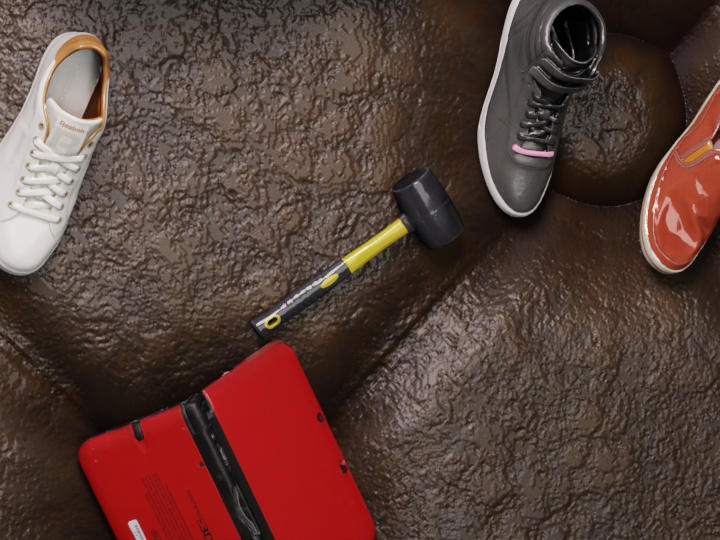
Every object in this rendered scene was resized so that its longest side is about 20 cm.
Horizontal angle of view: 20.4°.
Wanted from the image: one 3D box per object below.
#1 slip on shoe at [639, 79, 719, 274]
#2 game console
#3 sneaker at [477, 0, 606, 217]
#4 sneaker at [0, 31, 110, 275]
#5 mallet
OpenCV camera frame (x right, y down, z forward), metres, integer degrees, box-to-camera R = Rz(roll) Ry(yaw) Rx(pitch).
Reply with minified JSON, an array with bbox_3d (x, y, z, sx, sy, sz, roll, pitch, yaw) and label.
[{"bbox_3d":[0.307,-0.089,1.746,0.074,0.061,0.200,32,86,-18],"label":"slip on shoe"},{"bbox_3d":[-0.109,0.187,1.661,0.172,0.119,0.200,-21,101,17],"label":"game console"},{"bbox_3d":[0.153,-0.142,1.674,0.071,0.099,0.201,7,93,-19],"label":"sneaker"},{"bbox_3d":[-0.247,-0.092,1.564,0.073,0.085,0.201,15,91,-19],"label":"sneaker"},{"bbox_3d":[0.000,0.000,1.675,0.200,0.041,0.066,-42,107,-5],"label":"mallet"}]
